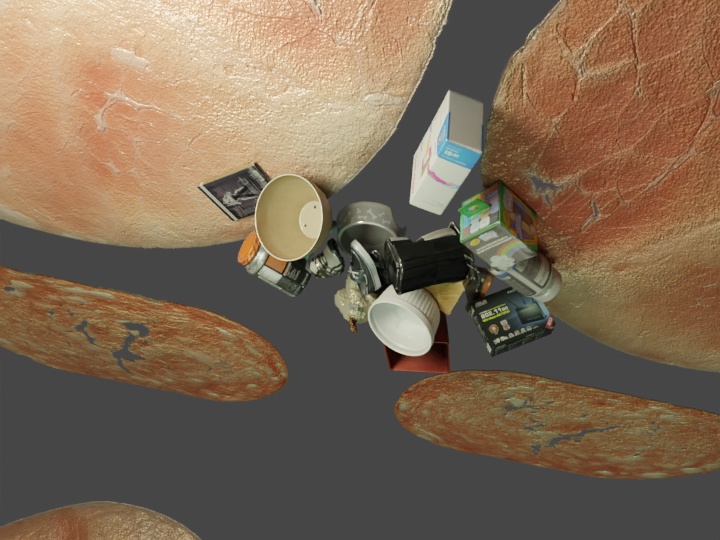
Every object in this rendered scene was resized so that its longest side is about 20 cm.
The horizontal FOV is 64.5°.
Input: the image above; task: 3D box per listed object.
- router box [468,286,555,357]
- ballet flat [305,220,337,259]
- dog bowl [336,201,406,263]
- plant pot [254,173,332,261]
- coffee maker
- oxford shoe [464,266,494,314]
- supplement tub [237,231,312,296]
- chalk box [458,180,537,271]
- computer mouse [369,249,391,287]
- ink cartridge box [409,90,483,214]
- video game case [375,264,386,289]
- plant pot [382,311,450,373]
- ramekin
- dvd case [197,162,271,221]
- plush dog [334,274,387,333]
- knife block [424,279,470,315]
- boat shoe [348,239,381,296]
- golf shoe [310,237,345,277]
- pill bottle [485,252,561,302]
[{"bbox_3d":[0.420,0.131,1.590,0.195,0.153,0.063,-19,147,-6],"label":"router box"},{"bbox_3d":[-0.131,-0.094,1.543,0.069,0.068,0.200,46,141,-2],"label":"ballet flat"},{"bbox_3d":[0.025,-0.093,1.514,0.193,0.060,0.202,6,145,4],"label":"dog bowl"},{"bbox_3d":[-0.146,-0.128,1.418,0.195,0.207,0.134,-10,177,27],"label":"plant pot"},{"bbox_3d":[0.172,-0.021,1.414,0.194,0.192,0.139,-13,115,-13],"label":"coffee maker"},{"bbox_3d":[0.331,0.054,1.656,0.071,0.072,0.203,26,143,11],"label":"oxford shoe"},{"bbox_3d":[-0.242,-0.021,1.625,0.198,0.125,0.121,32,140,-28],"label":"supplement tub"},{"bbox_3d":[0.316,-0.114,1.358,0.198,0.127,0.123,34,140,-30],"label":"chalk box"},{"bbox_3d":[0.059,-0.010,1.547,0.058,0.034,0.201,30,164,21],"label":"computer mouse"},{"bbox_3d":[0.176,-0.240,1.189,0.082,0.148,0.201,15,145,-9],"label":"ink cartridge box"},{"bbox_3d":[0.095,0.018,1.688,0.176,0.023,0.202,2,144,11],"label":"video game case"},{"bbox_3d":[0.182,0.189,1.771,0.193,0.181,0.202,1,145,11],"label":"plant pot"},{"bbox_3d":[0.128,0.127,1.576,0.196,0.106,0.204,23,140,20],"label":"ramekin"},{"bbox_3d":[-0.304,-0.200,1.480,0.195,0.016,0.149,-13,140,28],"label":"dvd case"},{"bbox_3d":[0.032,0.099,1.691,0.167,0.165,0.201,-3,151,-24],"label":"plush dog"},{"bbox_3d":[0.198,0.030,1.559,0.173,0.064,0.202,34,145,10],"label":"knife block"},{"bbox_3d":[0.000,0.000,1.520,0.067,0.072,0.202,-37,146,-10],"label":"boat shoe"},{"bbox_3d":[-0.093,-0.020,1.570,0.092,0.080,0.201,-21,161,-8],"label":"golf shoe"},{"bbox_3d":[0.430,-0.002,1.494,0.197,0.116,0.113,30,141,-27],"label":"pill bottle"}]
